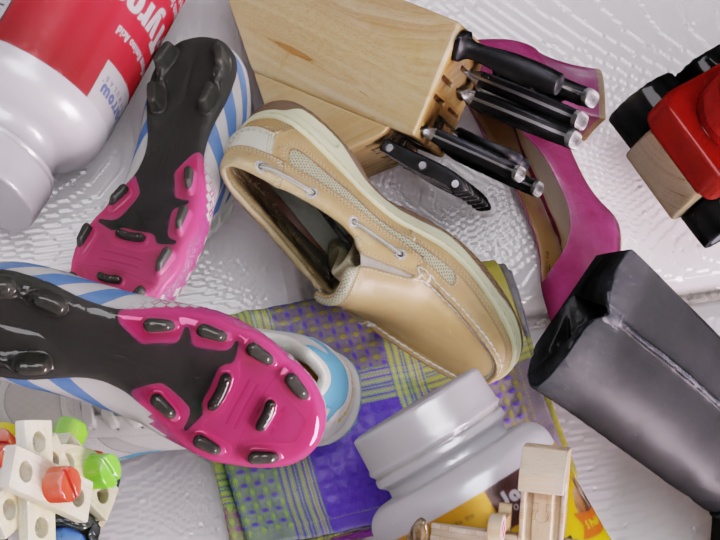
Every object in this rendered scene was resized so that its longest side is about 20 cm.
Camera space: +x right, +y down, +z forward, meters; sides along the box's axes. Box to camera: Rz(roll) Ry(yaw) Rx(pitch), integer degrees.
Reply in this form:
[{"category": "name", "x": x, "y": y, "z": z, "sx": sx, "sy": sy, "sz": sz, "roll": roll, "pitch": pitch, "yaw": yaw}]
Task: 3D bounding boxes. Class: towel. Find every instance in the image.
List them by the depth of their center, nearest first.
[{"category": "towel", "x": 0.012, "y": 0.075, "z": 1.317, "sx": 0.199, "sy": 0.023, "sz": 0.144, "roll": -10, "pitch": 74, "yaw": -13}]

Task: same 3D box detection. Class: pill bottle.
[{"category": "pill bottle", "x": 0.079, "y": 0.157, "z": 1.240, "sx": 0.109, "sy": 0.109, "sz": 0.201, "roll": -30, "pitch": 88, "yaw": -18}, {"category": "pill bottle", "x": -0.172, "y": -0.128, "z": 1.304, "sx": 0.112, "sy": 0.112, "sz": 0.201, "roll": 26, "pitch": 68, "yaw": 0}]

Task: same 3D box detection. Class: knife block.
[{"category": "knife block", "x": 0.030, "y": -0.123, "z": 1.327, "sx": 0.175, "sy": 0.064, "sz": 0.201, "roll": -23, "pitch": 74, "yaw": 12}]

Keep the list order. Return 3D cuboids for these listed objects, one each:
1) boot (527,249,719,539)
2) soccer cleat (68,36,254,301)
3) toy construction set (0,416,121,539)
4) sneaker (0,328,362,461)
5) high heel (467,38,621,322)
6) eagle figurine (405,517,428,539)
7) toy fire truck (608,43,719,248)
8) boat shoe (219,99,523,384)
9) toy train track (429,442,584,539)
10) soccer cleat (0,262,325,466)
[{"category": "boot", "x": 0.169, "y": 0.108, "z": 1.271, "sx": 0.200, "sy": 0.065, "sz": 0.165, "roll": 43, "pitch": 54, "yaw": -24}, {"category": "soccer cleat", "x": -0.099, "y": -0.033, "z": 1.294, "sx": 0.069, "sy": 0.086, "sz": 0.201, "roll": 6, "pitch": 60, "yaw": 23}, {"category": "toy construction set", "x": -0.199, "y": 0.097, "z": 1.198, "sx": 0.199, "sy": 0.131, "sz": 0.092, "roll": 8, "pitch": 57, "yaw": 40}, {"category": "sneaker", "x": -0.103, "y": 0.061, "z": 1.256, "sx": 0.199, "sy": 0.081, "sz": 0.077, "roll": -5, "pitch": 78, "yaw": 7}, {"category": "high heel", "x": 0.095, "y": -0.043, "z": 1.343, "sx": 0.095, "sy": 0.067, "sz": 0.201, "roll": 10, "pitch": 65, "yaw": -17}, {"category": "eagle figurine", "x": -0.055, "y": 0.218, "z": 1.188, "sx": 0.199, "sy": 0.151, "sz": 0.153, "roll": -15, "pitch": 93, "yaw": -16}, {"category": "toy fire truck", "x": 0.248, "y": -0.133, "z": 1.322, "sx": 0.176, "sy": 0.200, "sz": 0.129, "roll": -28, "pitch": 78, "yaw": -32}, {"category": "boat shoe", "x": 0.000, "y": 0.000, "z": 1.273, "sx": 0.200, "sy": 0.072, "sz": 0.076, "roll": 40, "pitch": 36, "yaw": -4}, {"category": "toy train track", "x": 0.084, "y": 0.188, "z": 1.168, "sx": 0.114, "sy": 0.033, "sz": 0.201, "roll": 5, "pitch": 99, "yaw": 14}, {"category": "soccer cleat", "x": -0.112, "y": 0.039, "z": 1.181, "sx": 0.199, "sy": 0.086, "sz": 0.070, "roll": 20, "pitch": 96, "yaw": -9}]
